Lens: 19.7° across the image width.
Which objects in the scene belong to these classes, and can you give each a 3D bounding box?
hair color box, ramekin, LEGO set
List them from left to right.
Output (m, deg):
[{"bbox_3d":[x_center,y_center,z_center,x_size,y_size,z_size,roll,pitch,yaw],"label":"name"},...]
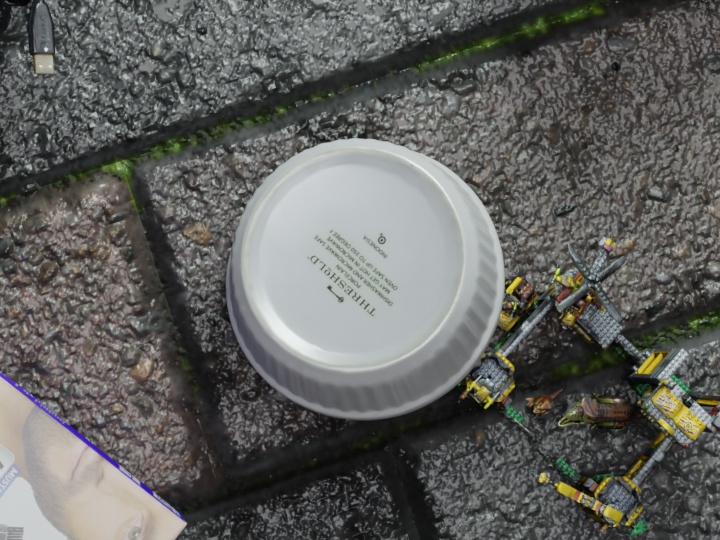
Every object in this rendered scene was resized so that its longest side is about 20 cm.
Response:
[{"bbox_3d":[-0.232,0.157,1.450,0.200,0.065,0.110,39,83,-6],"label":"hair color box"},{"bbox_3d":[0.000,0.000,1.446,0.201,0.094,0.204,-1,78,5],"label":"ramekin"},{"bbox_3d":[0.171,0.089,1.479,0.154,0.116,0.200,-39,93,-7],"label":"LEGO set"}]

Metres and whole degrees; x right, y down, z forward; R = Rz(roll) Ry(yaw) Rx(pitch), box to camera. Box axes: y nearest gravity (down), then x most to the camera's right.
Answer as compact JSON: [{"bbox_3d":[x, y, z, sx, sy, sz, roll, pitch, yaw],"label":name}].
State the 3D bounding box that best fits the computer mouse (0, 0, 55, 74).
[{"bbox_3d":[-0.281,-0.124,1.458,0.139,0.046,0.201,-1,79,5],"label":"computer mouse"}]
